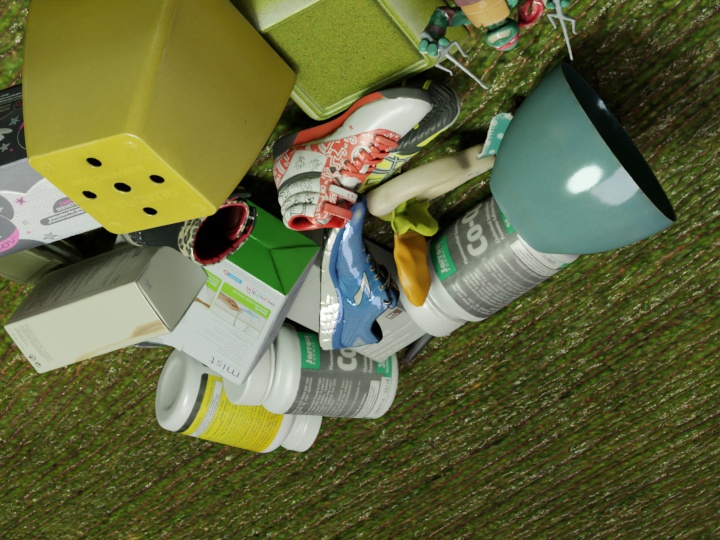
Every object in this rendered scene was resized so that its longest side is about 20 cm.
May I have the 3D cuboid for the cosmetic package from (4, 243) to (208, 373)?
[{"bbox_3d":[-0.271,0.034,1.601,0.199,0.105,0.071,-16,118,34],"label":"cosmetic package"}]

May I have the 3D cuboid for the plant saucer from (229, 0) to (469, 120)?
[{"bbox_3d":[-0.020,-0.234,1.491,0.199,0.048,0.200,-24,138,22],"label":"plant saucer"}]

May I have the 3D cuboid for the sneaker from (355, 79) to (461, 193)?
[{"bbox_3d":[0.027,-0.141,1.609,0.199,0.076,0.076,-27,157,29],"label":"sneaker"}]

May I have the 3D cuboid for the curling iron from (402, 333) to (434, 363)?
[{"bbox_3d":[0.098,0.056,1.881,0.049,0.026,0.200,-25,161,-39],"label":"curling iron"}]

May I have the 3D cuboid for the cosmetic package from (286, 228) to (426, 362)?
[{"bbox_3d":[-0.017,0.021,1.781,0.199,0.091,0.107,24,137,-35],"label":"cosmetic package"}]

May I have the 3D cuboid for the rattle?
[{"bbox_3d":[0.114,-0.072,1.626,0.199,0.144,0.130,-22,159,8],"label":"rattle"}]

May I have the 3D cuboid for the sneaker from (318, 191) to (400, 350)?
[{"bbox_3d":[0.000,0.000,1.644,0.088,0.079,0.201,2,127,1],"label":"sneaker"}]

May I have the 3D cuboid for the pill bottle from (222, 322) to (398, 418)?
[{"bbox_3d":[-0.063,0.124,1.864,0.199,0.114,0.113,5,142,-26],"label":"pill bottle"}]

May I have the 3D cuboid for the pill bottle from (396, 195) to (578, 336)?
[{"bbox_3d":[0.144,-0.013,1.716,0.200,0.114,0.113,-36,132,29],"label":"pill bottle"}]

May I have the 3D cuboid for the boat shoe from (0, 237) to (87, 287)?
[{"bbox_3d":[-0.349,-0.010,1.721,0.074,0.069,0.200,-29,144,18],"label":"boat shoe"}]

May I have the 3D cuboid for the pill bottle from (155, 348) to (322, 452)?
[{"bbox_3d":[-0.154,0.170,1.931,0.199,0.113,0.113,18,137,-25],"label":"pill bottle"}]

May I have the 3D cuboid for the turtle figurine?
[{"bbox_3d":[0.112,-0.262,1.430,0.149,0.101,0.200,-32,121,10],"label":"turtle figurine"}]

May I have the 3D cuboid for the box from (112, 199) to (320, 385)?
[{"bbox_3d":[-0.171,0.003,1.666,0.199,0.097,0.177,31,137,4],"label":"box"}]

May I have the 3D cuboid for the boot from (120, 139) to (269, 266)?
[{"bbox_3d":[-0.137,-0.085,1.519,0.203,0.153,0.074,-43,123,-19],"label":"boot"}]

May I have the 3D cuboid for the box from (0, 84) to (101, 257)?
[{"bbox_3d":[-0.360,-0.101,1.567,0.199,0.115,0.132,-15,140,13],"label":"box"}]

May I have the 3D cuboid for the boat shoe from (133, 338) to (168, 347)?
[{"bbox_3d":[-0.259,0.061,1.831,0.198,0.069,0.057,2,168,-13],"label":"boat shoe"}]

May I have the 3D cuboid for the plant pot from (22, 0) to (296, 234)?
[{"bbox_3d":[-0.207,-0.151,1.434,0.199,0.177,0.200,-10,144,31],"label":"plant pot"}]

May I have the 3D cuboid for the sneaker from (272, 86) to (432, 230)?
[{"bbox_3d":[-0.004,-0.107,1.534,0.200,0.109,0.067,-20,155,33],"label":"sneaker"}]

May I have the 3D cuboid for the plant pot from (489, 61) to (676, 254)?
[{"bbox_3d":[0.213,-0.094,1.549,0.134,0.201,0.200,-36,133,17],"label":"plant pot"}]
